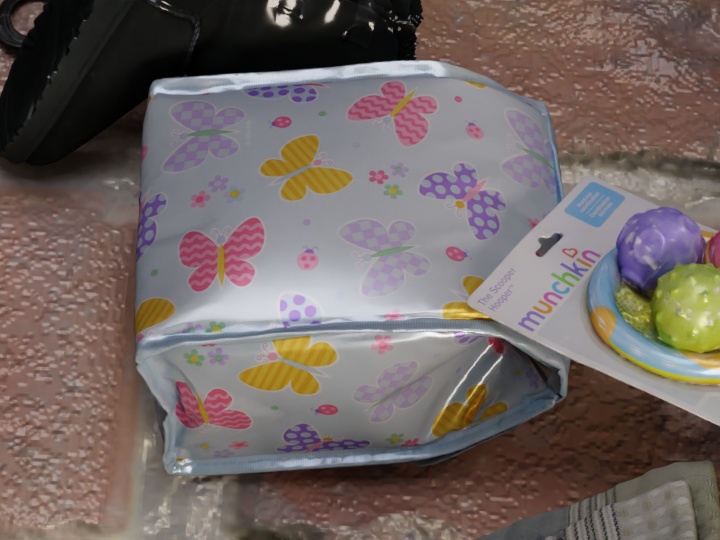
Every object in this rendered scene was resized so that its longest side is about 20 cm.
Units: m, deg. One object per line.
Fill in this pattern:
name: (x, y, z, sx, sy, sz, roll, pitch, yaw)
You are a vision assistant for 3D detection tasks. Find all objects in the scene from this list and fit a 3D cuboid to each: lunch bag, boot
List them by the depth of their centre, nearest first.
lunch bag: (0.000, 0.000, 1.052, 0.198, 0.128, 0.171, -6, 52, 3)
boot: (-0.076, -0.103, 1.128, 0.161, 0.199, 0.074, 21, 37, -26)

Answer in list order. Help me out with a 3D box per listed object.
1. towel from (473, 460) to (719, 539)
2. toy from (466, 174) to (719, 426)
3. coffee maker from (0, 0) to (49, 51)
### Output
towel: (0.055, 0.161, 0.896, 0.191, 0.035, 0.200, -26, 23, 21)
toy: (0.160, 0.012, 0.957, 0.199, 0.047, 0.115, 28, 44, 20)
coffee maker: (-0.095, -0.204, 1.144, 0.191, 0.201, 0.135, -29, 60, -23)
